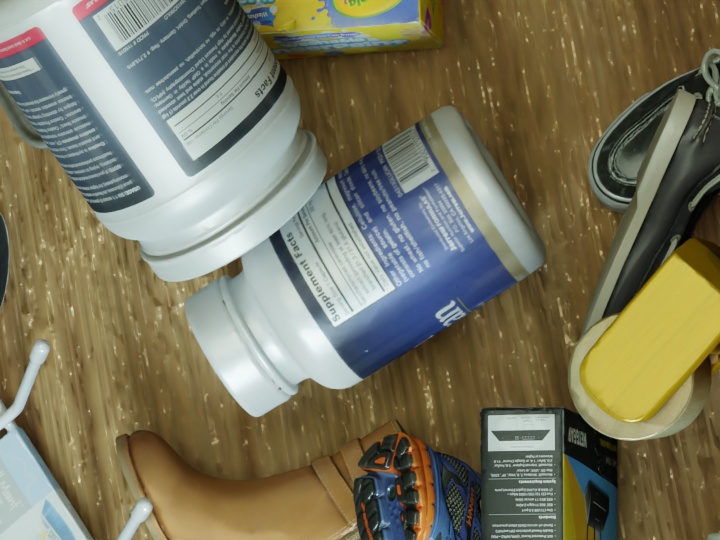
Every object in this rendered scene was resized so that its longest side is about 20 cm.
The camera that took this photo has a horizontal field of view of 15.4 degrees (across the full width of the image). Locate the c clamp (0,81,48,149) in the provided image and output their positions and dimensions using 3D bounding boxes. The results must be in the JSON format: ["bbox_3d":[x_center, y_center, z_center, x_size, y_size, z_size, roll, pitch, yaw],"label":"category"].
[{"bbox_3d":[-0.197,-0.183,1.658,0.171,0.027,0.201,-47,55,29],"label":"c clamp"}]

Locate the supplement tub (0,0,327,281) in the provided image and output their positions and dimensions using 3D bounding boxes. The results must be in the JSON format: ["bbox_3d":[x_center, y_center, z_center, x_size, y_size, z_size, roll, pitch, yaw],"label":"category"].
[{"bbox_3d":[-0.123,-0.109,1.543,0.140,0.140,0.200,-32,110,7],"label":"supplement tub"}]

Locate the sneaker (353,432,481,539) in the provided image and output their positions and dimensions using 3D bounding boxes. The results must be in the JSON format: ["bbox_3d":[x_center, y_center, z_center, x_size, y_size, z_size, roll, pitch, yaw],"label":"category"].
[{"bbox_3d":[0.054,0.189,1.510,0.075,0.078,0.201,-30,58,48],"label":"sneaker"}]

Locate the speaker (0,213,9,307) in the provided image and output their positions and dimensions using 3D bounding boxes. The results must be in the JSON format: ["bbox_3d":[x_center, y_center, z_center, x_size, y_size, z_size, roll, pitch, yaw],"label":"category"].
[{"bbox_3d":[-0.325,-0.009,1.680,0.199,0.081,0.082,4,84,13],"label":"speaker"}]

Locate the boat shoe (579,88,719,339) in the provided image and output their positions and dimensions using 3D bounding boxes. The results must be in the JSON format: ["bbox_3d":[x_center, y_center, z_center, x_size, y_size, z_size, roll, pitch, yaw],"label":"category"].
[{"bbox_3d":[0.176,-0.005,1.553,0.062,0.073,0.201,20,113,2],"label":"boat shoe"}]

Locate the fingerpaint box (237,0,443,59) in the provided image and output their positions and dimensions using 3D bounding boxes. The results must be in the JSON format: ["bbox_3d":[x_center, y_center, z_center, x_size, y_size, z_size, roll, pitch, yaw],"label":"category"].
[{"bbox_3d":[-0.052,-0.218,1.650,0.199,0.073,0.168,-4,81,14],"label":"fingerpaint box"}]

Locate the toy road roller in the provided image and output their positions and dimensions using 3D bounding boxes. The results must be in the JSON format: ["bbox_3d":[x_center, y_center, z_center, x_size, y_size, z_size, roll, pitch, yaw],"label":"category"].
[{"bbox_3d":[0.225,0.038,1.455,0.146,0.123,0.200,45,99,12],"label":"toy road roller"}]

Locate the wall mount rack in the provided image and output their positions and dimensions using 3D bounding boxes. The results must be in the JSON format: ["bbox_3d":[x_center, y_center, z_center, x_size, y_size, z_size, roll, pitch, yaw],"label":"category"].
[{"bbox_3d":[-0.202,0.140,1.624,0.174,0.074,0.200,-40,76,21],"label":"wall mount rack"}]

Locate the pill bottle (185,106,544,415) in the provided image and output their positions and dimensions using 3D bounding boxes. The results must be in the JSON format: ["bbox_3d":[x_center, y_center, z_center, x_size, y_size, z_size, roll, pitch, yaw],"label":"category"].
[{"bbox_3d":[0.000,0.000,1.584,0.199,0.111,0.111,-32,77,7],"label":"pill bottle"}]

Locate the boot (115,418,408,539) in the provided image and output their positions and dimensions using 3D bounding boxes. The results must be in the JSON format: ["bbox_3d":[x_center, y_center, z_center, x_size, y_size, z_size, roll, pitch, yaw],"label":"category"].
[{"bbox_3d":[-0.039,0.138,1.598,0.155,0.077,0.200,-41,79,6],"label":"boot"}]

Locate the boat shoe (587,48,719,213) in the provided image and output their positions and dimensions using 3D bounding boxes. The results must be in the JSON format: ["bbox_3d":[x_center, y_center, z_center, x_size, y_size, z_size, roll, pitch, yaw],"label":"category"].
[{"bbox_3d":[0.223,-0.096,1.576,0.198,0.068,0.074,-22,78,9],"label":"boat shoe"}]

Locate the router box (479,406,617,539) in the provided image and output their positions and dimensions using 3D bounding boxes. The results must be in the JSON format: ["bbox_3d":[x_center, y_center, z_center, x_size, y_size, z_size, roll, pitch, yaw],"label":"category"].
[{"bbox_3d":[0.109,0.157,1.501,0.051,0.200,0.150,-1,83,14],"label":"router box"}]

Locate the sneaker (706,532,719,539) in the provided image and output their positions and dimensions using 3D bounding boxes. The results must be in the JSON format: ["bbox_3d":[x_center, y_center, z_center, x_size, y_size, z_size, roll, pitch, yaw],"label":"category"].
[{"bbox_3d":[0.212,0.213,1.542,0.199,0.074,0.116,-25,76,-2],"label":"sneaker"}]
